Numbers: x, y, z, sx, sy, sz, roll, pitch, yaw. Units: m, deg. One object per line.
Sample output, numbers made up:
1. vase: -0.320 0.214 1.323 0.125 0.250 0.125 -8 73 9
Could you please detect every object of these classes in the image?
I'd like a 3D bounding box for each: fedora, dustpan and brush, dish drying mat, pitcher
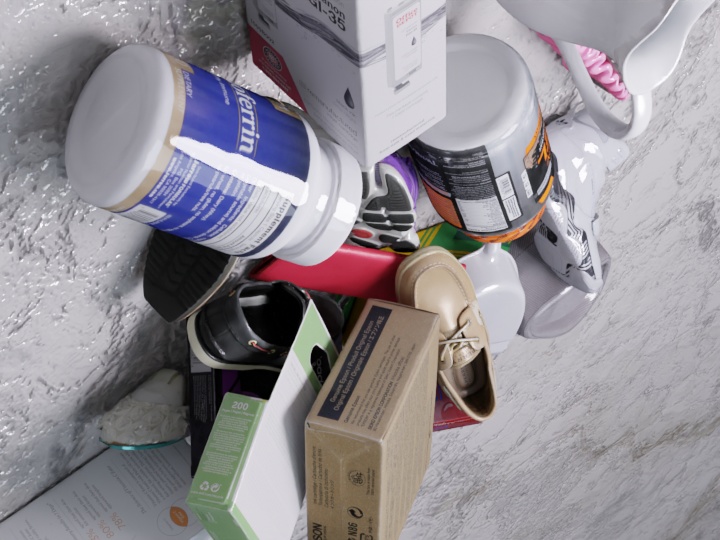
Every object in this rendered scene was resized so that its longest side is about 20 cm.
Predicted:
1. fedora: 0.201 0.014 1.773 0.199 0.090 0.178 -25 146 -34
2. dustpan and brush: 0.121 0.005 1.592 0.138 0.058 0.201 -5 142 -33
3. dish drying mat: 0.000 0.000 1.477 0.199 0.018 0.077 10 149 -36
4. pitcher: 0.178 -0.216 1.317 0.121 0.200 0.172 -25 147 -33

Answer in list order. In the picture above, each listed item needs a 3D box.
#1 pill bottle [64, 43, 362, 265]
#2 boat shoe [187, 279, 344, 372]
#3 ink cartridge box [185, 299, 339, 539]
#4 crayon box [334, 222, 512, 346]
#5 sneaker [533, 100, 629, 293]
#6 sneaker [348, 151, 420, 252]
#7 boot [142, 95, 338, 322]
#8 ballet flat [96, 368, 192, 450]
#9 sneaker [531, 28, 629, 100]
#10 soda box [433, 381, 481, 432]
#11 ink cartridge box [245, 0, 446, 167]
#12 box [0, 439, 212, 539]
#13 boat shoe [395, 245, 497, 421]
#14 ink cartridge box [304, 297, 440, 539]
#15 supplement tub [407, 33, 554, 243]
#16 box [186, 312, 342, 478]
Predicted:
1. pill bottle: -0.100 -0.075 1.157 0.199 0.116 0.116 20 113 -40
2. boat shoe: -0.068 0.047 1.427 0.063 0.074 0.201 -29 166 28
3. ink cartridge box: -0.075 0.142 1.388 0.146 0.047 0.201 66 37 -55
4. crayon box: 0.055 0.022 1.628 0.199 0.051 0.128 -20 144 -39
5. sneaker: 0.228 -0.075 1.658 0.115 0.075 0.201 -40 125 -16
6. sneaker: 0.014 -0.074 1.408 0.200 0.080 0.084 68 27 -78
7. boot: -0.084 -0.046 1.328 0.201 0.077 0.138 -55 156 20
8. ballet flat: -0.161 0.116 1.458 0.199 0.072 0.072 -3 131 -56
9. sneaker: 0.228 -0.228 1.520 0.096 0.079 0.200 -59 153 0
10. soda box: 0.026 0.134 1.616 0.198 0.064 0.070 -10 166 -6
11. ink cartridge box: -0.014 -0.195 1.138 0.082 0.147 0.201 -34 150 -20
12. box: -0.220 0.248 1.469 0.199 0.124 0.098 -34 151 -20
13. boat shoe: 0.089 0.059 1.503 0.071 0.065 0.201 -29 133 -2
14. ink cartridge box: 0.011 0.155 1.454 0.165 0.074 0.201 -63 161 -46
15. supplement tub: 0.107 -0.110 1.445 0.122 0.123 0.200 -42 153 -7
16. box: -0.082 0.111 1.485 0.199 0.036 0.145 3 83 -57
